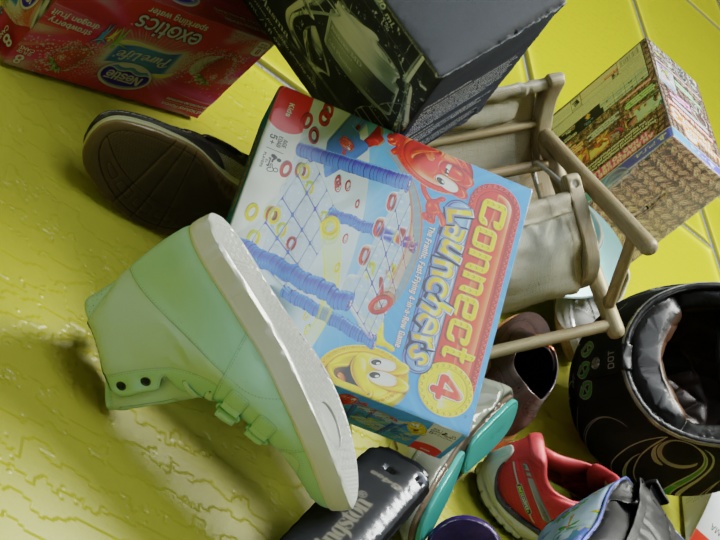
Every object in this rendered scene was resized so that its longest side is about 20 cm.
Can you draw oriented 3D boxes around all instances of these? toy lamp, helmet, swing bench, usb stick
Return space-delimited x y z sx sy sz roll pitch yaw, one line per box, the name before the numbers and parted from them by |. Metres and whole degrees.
toy lamp | 0.069 0.201 1.014 0.058 0.058 0.200 48 6 -2
helmet | 0.281 0.106 1.356 0.200 0.200 0.191 57 -14 14
swing bench | 0.097 -0.038 1.242 0.199 0.130 0.200 -12 54 -17
usb stick | -0.021 0.171 0.952 0.055 0.033 0.200 21 34 21

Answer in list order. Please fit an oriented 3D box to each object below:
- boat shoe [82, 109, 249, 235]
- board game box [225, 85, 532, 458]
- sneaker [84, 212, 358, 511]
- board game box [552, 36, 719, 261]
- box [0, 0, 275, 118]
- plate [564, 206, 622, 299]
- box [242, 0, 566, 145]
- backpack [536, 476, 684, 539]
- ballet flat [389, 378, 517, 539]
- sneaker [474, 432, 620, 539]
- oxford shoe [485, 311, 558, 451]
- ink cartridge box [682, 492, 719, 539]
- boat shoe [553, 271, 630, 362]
boat shoe | -0.120 -0.064 1.120 0.200 0.073 0.065 31 22 -39
board game box | 0.000 0.000 1.064 0.196 0.056 0.200 21 63 -9
sneaker | -0.087 0.077 0.955 0.201 0.118 0.074 60 12 -8
board game box | 0.299 -0.129 1.708 0.097 0.159 0.200 35 32 -25
box | -0.175 -0.196 1.160 0.200 0.100 0.096 12 46 -50
plate | 0.162 -0.047 1.467 0.200 0.026 0.200 15 35 -11
box | 0.018 -0.204 1.112 0.124 0.197 0.200 -33 83 -22
backpack | 0.169 0.261 1.044 0.183 0.147 0.200 52 23 5
ballet flat | 0.054 0.134 1.138 0.064 0.067 0.200 24 31 16
sneaker | 0.181 0.196 1.210 0.200 0.085 0.077 36 32 -24
oxford shoe | 0.143 0.081 1.309 0.071 0.073 0.200 45 28 -8
ink cartridge box | 0.368 0.266 1.436 0.160 0.047 0.200 41 27 -16
boat shoe | 0.229 0.011 1.509 0.200 0.069 0.071 -82 151 -50
